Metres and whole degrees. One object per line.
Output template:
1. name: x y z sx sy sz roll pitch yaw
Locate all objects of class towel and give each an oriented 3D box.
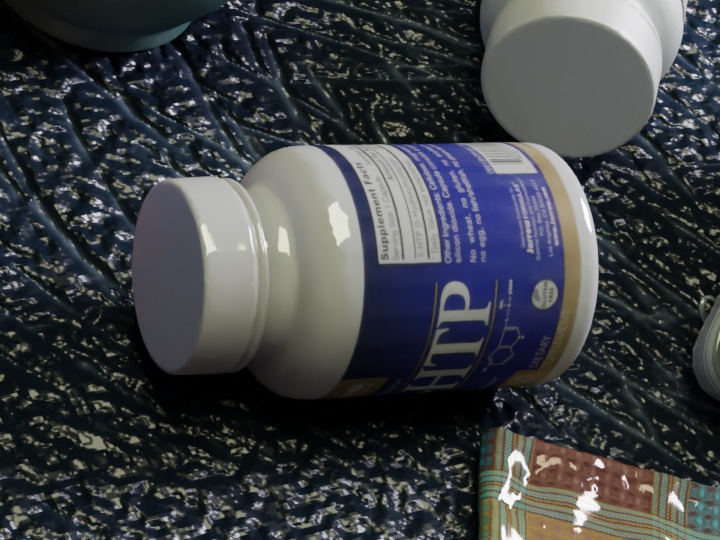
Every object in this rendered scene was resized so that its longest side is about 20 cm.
1. towel: 0.121 0.163 1.280 0.146 0.022 0.201 16 42 -11

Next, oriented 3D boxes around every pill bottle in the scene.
1. pill bottle: 0.000 0.000 1.314 0.199 0.120 0.120 -2 48 -26
2. pill bottle: 0.126 -0.161 1.543 0.113 0.113 0.200 21 42 -4

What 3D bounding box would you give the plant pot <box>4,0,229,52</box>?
1. plant pot: -0.124 -0.200 1.449 0.199 0.134 0.201 13 44 -13

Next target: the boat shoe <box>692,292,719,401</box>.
1. boat shoe: 0.228 0.013 1.460 0.075 0.065 0.202 49 48 -8
